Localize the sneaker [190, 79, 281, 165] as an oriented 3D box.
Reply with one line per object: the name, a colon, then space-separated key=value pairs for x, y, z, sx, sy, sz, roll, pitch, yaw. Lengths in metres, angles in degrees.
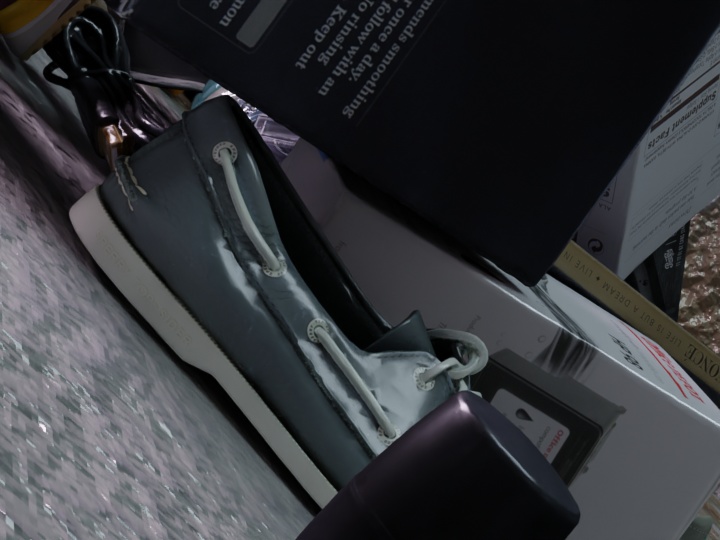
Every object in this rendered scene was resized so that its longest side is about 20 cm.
sneaker: x=0.000 y=0.000 z=0.990 sx=0.200 sy=0.078 sz=0.087 roll=39 pitch=22 yaw=-24

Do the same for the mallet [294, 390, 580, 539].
mallet: x=0.046 y=0.066 z=0.544 sx=0.041 sy=0.066 sz=0.200 roll=49 pitch=16 yaw=22

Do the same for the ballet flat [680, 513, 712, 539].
ballet flat: x=0.105 y=0.079 z=1.187 sx=0.200 sy=0.064 sz=0.067 roll=46 pitch=4 yaw=3

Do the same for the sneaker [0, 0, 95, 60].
sneaker: x=-0.147 y=-0.156 z=0.886 sx=0.090 sy=0.075 sz=0.200 roll=49 pitch=1 yaw=-26

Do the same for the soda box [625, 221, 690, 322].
soda box: x=0.106 y=0.018 z=1.058 sx=0.071 sy=0.063 sz=0.201 roll=50 pitch=-32 yaw=46

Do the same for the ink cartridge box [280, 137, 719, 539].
ink cartridge box: x=0.053 y=0.038 z=0.771 sx=0.199 sy=0.067 sz=0.116 roll=32 pitch=8 yaw=-14

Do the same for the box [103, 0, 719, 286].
box: x=-0.022 y=-0.119 z=0.715 sx=0.200 sy=0.118 sz=0.197 roll=32 pitch=7 yaw=-44

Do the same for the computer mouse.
computer mouse: x=-0.039 y=-0.022 z=0.881 sx=0.200 sy=0.044 sz=0.110 roll=42 pitch=4 yaw=-37

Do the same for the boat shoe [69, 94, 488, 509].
boat shoe: x=0.004 y=0.034 z=0.646 sx=0.200 sy=0.062 sz=0.073 roll=46 pitch=5 yaw=3

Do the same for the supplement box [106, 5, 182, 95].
supplement box: x=-0.080 y=-0.205 z=1.197 sx=0.074 sy=0.126 sz=0.201 roll=48 pitch=-18 yaw=31

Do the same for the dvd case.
dvd case: x=0.062 y=0.003 z=0.894 sx=0.200 sy=0.016 sz=0.148 roll=35 pitch=-10 yaw=-31

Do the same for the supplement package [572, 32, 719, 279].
supplement package: x=0.097 y=-0.106 z=0.943 sx=0.155 sy=0.112 sz=0.200 roll=25 pitch=39 yaw=26

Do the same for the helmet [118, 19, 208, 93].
helmet: x=-0.011 y=-0.108 z=1.107 sx=0.192 sy=0.199 sz=0.200 roll=62 pitch=2 yaw=-10
